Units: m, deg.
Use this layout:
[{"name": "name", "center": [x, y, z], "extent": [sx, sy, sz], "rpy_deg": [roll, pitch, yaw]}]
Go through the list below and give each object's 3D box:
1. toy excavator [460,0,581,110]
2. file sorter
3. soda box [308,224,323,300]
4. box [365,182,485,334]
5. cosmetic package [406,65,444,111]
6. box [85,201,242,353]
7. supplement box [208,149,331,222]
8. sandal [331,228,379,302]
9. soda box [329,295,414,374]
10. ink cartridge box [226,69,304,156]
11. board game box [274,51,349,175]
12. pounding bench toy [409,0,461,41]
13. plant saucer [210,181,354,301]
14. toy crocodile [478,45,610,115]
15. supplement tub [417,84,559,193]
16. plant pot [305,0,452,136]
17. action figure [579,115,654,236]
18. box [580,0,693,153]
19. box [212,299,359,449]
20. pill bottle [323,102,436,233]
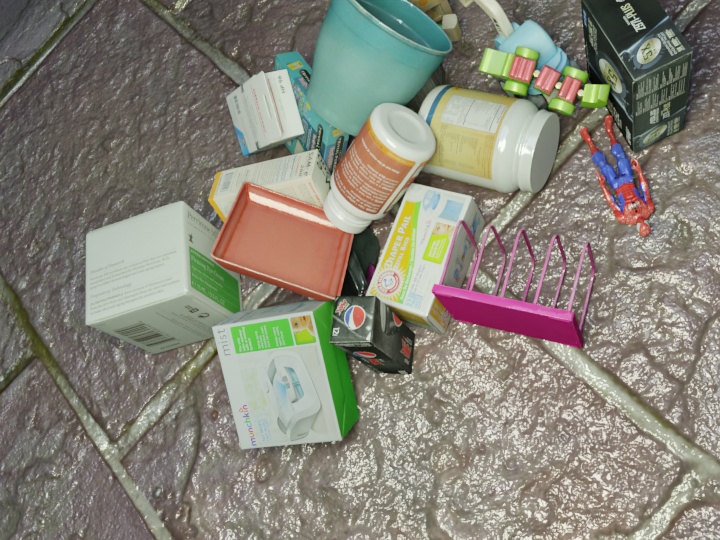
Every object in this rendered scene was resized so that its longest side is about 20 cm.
[{"name": "toy excavator", "center": [0.244, -0.373, 1.178], "extent": [0.100, 0.200, 0.195], "rpy_deg": [-39, 46, 5]}, {"name": "file sorter", "center": [0.229, 0.015, 1.069], "extent": [0.198, 0.139, 0.127], "rpy_deg": [11, 74, 26]}, {"name": "soda box", "center": [-0.051, 0.029, 1.224], "extent": [0.068, 0.063, 0.201], "rpy_deg": [-29, 62, 11]}, {"name": "box", "center": [0.104, -0.018, 1.155], "extent": [0.112, 0.101, 0.202], "rpy_deg": [15, 77, 26]}, {"name": "cosmetic package", "center": [0.041, -0.334, 1.300], "extent": [0.198, 0.107, 0.091], "rpy_deg": [-7, 67, 22]}, {"name": "box", "center": [-0.333, 0.019, 1.270], "extent": [0.198, 0.199, 0.173], "rpy_deg": [-17, 64, 14]}, {"name": "supplement box", "center": [-0.144, -0.123, 1.279], "extent": [0.198, 0.126, 0.074], "rpy_deg": [-9, 47, 19]}, {"name": "sandal", "center": [-0.001, -0.001, 1.175], "extent": [0.048, 0.075, 0.202], "rpy_deg": [-33, 35, 39]}, {"name": "soda box", "center": [0.022, 0.098, 1.089], "extent": [0.063, 0.200, 0.072], "rpy_deg": [0, 70, 21]}, {"name": "ink cartridge box", "center": [-0.163, -0.279, 1.302], "extent": [0.067, 0.199, 0.117], "rpy_deg": [-20, 98, -26]}, {"name": "board game box", "center": [-0.093, -0.264, 1.307], "extent": [0.047, 0.152, 0.201], "rpy_deg": [-20, 58, -26]}, {"name": "pounding bench toy", "center": [0.077, -0.465, 1.323], "extent": [0.155, 0.124, 0.201], "rpy_deg": [-26, 63, 12]}, {"name": "plant saucer", "center": [-0.116, -0.040, 1.150], "extent": [0.198, 0.037, 0.201], "rpy_deg": [20, 40, -7]}, {"name": "toy crocodile", "center": [0.274, -0.286, 1.103], "extent": [0.198, 0.062, 0.068], "rpy_deg": [25, 101, 11]}, {"name": "supplement tub", "center": [0.197, -0.205, 1.163], "extent": [0.198, 0.145, 0.146], "rpy_deg": [19, 78, 27]}, {"name": "plant pot", "center": [0.010, -0.323, 1.155], "extent": [0.189, 0.199, 0.201], "rpy_deg": [-54, 55, 32]}, {"name": "action figure", "center": [0.391, -0.139, 1.114], "extent": [0.065, 0.052, 0.202], "rpy_deg": [-21, 66, 10]}, {"name": "box", "center": [0.401, -0.299, 1.080], "extent": [0.085, 0.200, 0.165], "rpy_deg": [-25, 64, 10]}, {"name": "box", "center": [-0.113, 0.157, 1.139], "extent": [0.175, 0.097, 0.202], "rpy_deg": [-9, 99, 19]}, {"name": "pill bottle", "center": [0.022, -0.152, 1.148], "extent": [0.200, 0.111, 0.113], "rpy_deg": [-51, 52, 41]}]
